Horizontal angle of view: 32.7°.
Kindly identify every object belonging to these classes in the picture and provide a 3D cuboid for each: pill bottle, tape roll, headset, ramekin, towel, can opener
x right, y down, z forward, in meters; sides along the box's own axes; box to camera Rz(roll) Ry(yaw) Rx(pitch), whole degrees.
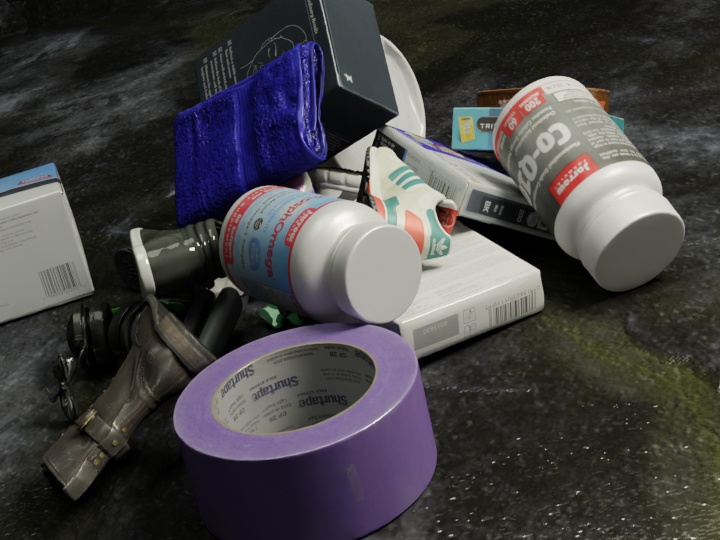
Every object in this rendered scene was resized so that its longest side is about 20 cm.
[{"bbox_3d":[-0.036,-0.012,1.094,0.108,0.110,0.199,-27,23,-29],"label":"pill bottle"},{"bbox_3d":[0.217,-0.084,1.176,0.112,0.115,0.201,-19,49,-12],"label":"pill bottle"},{"bbox_3d":[-0.043,0.126,0.964,0.196,0.086,0.201,-12,23,5],"label":"tape roll"},{"bbox_3d":[-0.241,0.077,1.224,0.121,0.096,0.200,-3,11,22],"label":"headset"},{"bbox_3d":[-0.015,-0.188,1.517,0.093,0.205,0.202,-7,21,43],"label":"ramekin"},{"bbox_3d":[-0.120,-0.140,1.267,0.198,0.049,0.150,-26,52,33],"label":"towel"},{"bbox_3d":[-0.140,0.046,1.234,0.052,0.067,0.201,-6,33,20],"label":"can opener"}]

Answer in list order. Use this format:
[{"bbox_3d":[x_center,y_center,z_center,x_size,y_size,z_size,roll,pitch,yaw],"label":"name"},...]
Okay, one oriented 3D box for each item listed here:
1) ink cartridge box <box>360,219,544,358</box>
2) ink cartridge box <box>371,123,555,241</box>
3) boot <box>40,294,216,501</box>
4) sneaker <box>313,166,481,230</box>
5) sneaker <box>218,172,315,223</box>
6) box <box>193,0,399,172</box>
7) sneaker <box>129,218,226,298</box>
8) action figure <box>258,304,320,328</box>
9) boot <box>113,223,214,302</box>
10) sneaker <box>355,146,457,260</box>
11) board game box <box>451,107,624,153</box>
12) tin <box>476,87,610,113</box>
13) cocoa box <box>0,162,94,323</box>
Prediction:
[{"bbox_3d":[0.056,0.007,1.184,0.159,0.051,0.199,-19,28,-23],"label":"ink cartridge box"},{"bbox_3d":[0.136,-0.090,1.321,0.197,0.044,0.198,12,17,-32],"label":"ink cartridge box"},{"bbox_3d":[-0.214,0.111,1.067,0.174,0.069,0.200,-47,15,-8],"label":"boot"},{"bbox_3d":[0.040,-0.062,1.371,0.197,0.082,0.074,11,7,15],"label":"sneaker"},{"bbox_3d":[-0.098,-0.053,1.306,0.199,0.088,0.081,2,58,53],"label":"sneaker"},{"bbox_3d":[-0.075,-0.204,1.362,0.198,0.151,0.106,-28,-28,33],"label":"box"},{"bbox_3d":[-0.182,-0.014,1.252,0.098,0.072,0.200,-14,8,-11],"label":"sneaker"},{"bbox_3d":[0.000,0.000,1.263,0.199,0.056,0.117,-28,25,-38],"label":"action figure"},{"bbox_3d":[-0.163,-0.037,1.425,0.163,0.067,0.199,12,30,41],"label":"boot"},{"bbox_3d":[0.046,-0.061,1.214,0.092,0.071,0.200,10,24,-7],"label":"sneaker"},{"bbox_3d":[0.206,-0.156,1.390,0.148,0.048,0.199,3,4,23],"label":"board game box"},{"bbox_3d":[0.229,-0.208,1.550,0.110,0.043,0.199,-5,7,-32],"label":"tin"},{"bbox_3d":[-0.429,-0.023,1.436,0.197,0.135,0.131,-19,24,-12],"label":"cocoa box"}]
